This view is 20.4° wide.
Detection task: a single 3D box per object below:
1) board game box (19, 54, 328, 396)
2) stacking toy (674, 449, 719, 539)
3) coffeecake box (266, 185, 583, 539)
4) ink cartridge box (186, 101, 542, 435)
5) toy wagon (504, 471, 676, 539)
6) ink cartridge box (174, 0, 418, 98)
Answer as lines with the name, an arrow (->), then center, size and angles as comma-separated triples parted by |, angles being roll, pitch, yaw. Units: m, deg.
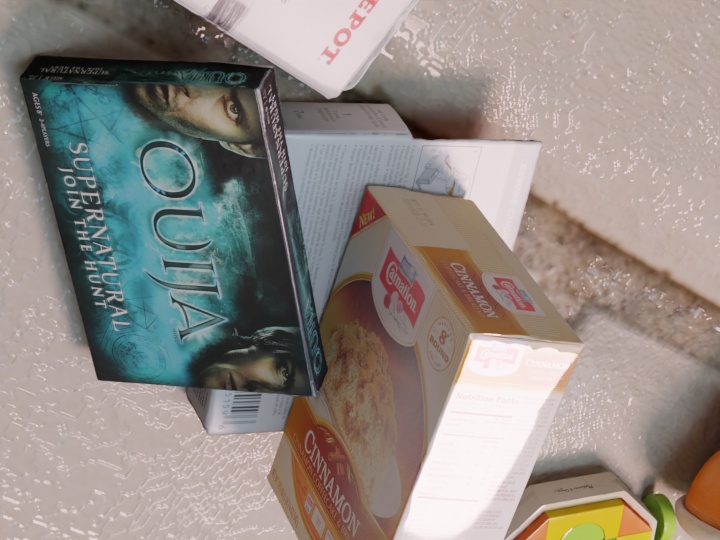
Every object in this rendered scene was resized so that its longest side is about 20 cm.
board game box -> -0.096, -0.021, 1.070 | 0.134, 0.028, 0.201 | 3, 127, 18
stacking toy -> 0.300, 0.098, 1.338 | 0.145, 0.146, 0.202 | 8, 100, -29
coffeecake box -> 0.030, 0.080, 1.106 | 0.072, 0.154, 0.201 | 6, 118, -26
ink cartridge box -> 0.000, 0.000, 1.166 | 0.172, 0.044, 0.202 | -1, 121, -25
toy wagon -> 0.136, 0.229, 1.380 | 0.154, 0.040, 0.202 | -7, 123, -21
ink cartridge box -> -0.052, -0.199, 0.985 | 0.199, 0.084, 0.146 | 30, 105, -37
